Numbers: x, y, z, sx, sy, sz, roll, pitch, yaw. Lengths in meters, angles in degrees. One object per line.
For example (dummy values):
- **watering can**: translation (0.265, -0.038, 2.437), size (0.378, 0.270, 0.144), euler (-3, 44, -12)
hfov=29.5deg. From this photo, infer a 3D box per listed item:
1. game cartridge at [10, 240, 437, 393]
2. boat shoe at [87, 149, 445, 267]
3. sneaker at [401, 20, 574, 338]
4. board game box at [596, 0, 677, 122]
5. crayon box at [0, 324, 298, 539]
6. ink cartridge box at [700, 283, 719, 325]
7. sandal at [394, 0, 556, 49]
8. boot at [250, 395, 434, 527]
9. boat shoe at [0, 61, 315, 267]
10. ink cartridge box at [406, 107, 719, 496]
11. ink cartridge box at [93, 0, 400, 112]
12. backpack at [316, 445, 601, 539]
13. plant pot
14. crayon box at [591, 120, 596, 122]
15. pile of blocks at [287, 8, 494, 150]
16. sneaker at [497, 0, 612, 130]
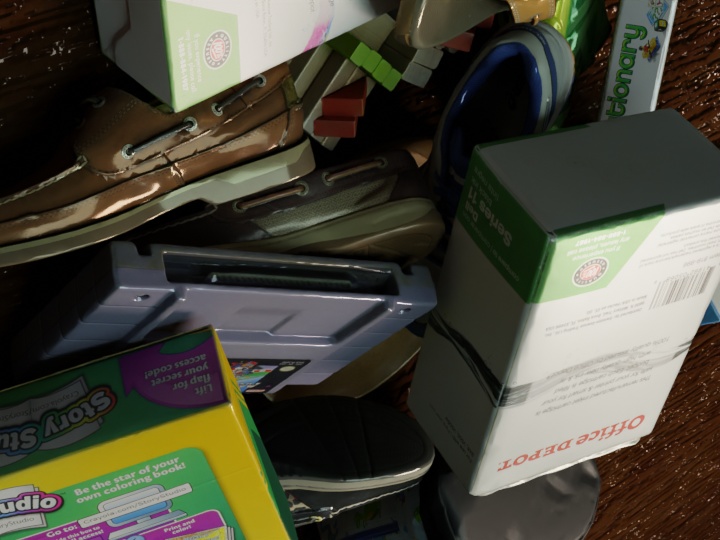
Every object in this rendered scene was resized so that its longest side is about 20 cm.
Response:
- **game cartridge**: translation (-0.072, 0.031, 0.734), size (0.199, 0.039, 0.130), euler (4, 149, -38)
- **boat shoe**: translation (-0.056, -0.027, 0.749), size (0.198, 0.073, 0.072), euler (-13, 159, -11)
- **sneaker**: translation (0.058, -0.051, 0.791), size (0.088, 0.075, 0.202), euler (-29, 140, -70)
- **board game box**: translation (0.178, -0.165, 0.847), size (0.126, 0.034, 0.202), euler (-56, 156, -67)
- **crayon box**: translation (-0.146, 0.128, 0.725), size (0.198, 0.059, 0.173), euler (-18, 138, -2)
- **ink cartridge box**: translation (0.236, -0.006, 1.052), size (0.116, 0.068, 0.200), euler (-34, -174, -25)
- **sandal**: translation (0.090, -0.158, 0.708), size (0.199, 0.054, 0.081), euler (-23, 135, -47)
- **boot**: translation (-0.059, 0.163, 0.881), size (0.202, 0.074, 0.155), euler (-6, 131, -17)
- **boat shoe**: translation (-0.119, -0.056, 0.666), size (0.199, 0.072, 0.069), euler (-22, 108, -27)
- **ink cartridge box**: translation (0.120, 0.020, 0.784), size (0.145, 0.083, 0.201), euler (-13, 136, -28)
- **ink cartridge box**: translation (-0.031, -0.174, 0.653), size (0.199, 0.067, 0.118), euler (-30, 140, -29)
- **backpack**: translation (0.054, 0.188, 0.972), size (0.162, 0.199, 0.155), euler (-8, 89, -43)
- **plant pot**: translation (0.000, 0.000, 0.876), size (0.199, 0.027, 0.201), euler (-29, 138, -30)
- **crayon box**: translation (0.148, -0.002, 0.953), size (0.058, 0.119, 0.200), euler (41, 87, -28)
- **pile of blocks**: translation (0.030, -0.142, 0.756), size (0.200, 0.062, 0.082), euler (-42, 144, -15)
- **sneaker**: translation (0.121, -0.129, 0.860), size (0.083, 0.074, 0.201), euler (-14, 130, -36)
